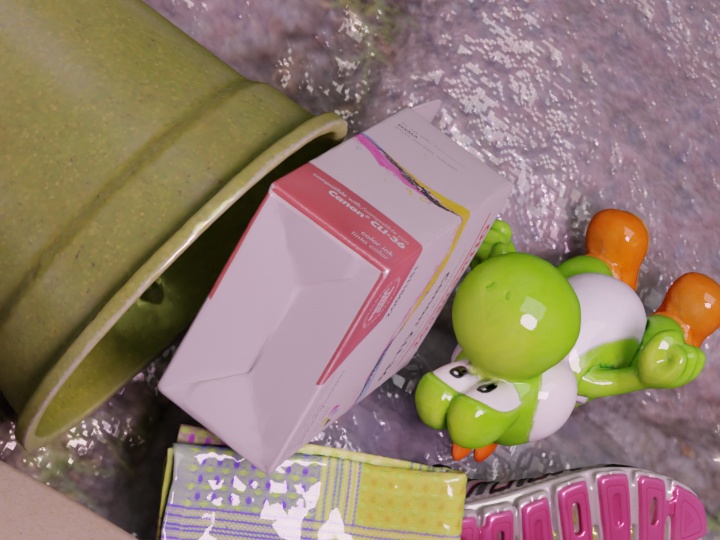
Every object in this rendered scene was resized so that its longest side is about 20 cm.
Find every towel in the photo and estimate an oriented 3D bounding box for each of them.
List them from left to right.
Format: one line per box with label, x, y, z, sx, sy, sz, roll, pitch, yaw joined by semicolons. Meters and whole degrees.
towel;-0.031;0.177;1.019;0.143;0.023;0.201;9;88;-7

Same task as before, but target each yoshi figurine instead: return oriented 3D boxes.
yoshi figurine;0.104;0.022;1.137;0.200;0.112;0.113;-26;101;-49

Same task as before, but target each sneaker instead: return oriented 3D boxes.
sneaker;0.070;0.126;1.110;0.199;0.087;0.074;-7;104;-23

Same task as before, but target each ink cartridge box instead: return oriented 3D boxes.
ink cartridge box;0.000;0.000;1.053;0.067;0.117;0.200;36;27;10

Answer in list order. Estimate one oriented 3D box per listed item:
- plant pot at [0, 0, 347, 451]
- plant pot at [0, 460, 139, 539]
plant pot;-0.139;-0.056;1.011;0.184;0.200;0.200;44;56;4
plant pot;-0.155;0.183;0.829;0.177;0.200;0.199;48;32;22
